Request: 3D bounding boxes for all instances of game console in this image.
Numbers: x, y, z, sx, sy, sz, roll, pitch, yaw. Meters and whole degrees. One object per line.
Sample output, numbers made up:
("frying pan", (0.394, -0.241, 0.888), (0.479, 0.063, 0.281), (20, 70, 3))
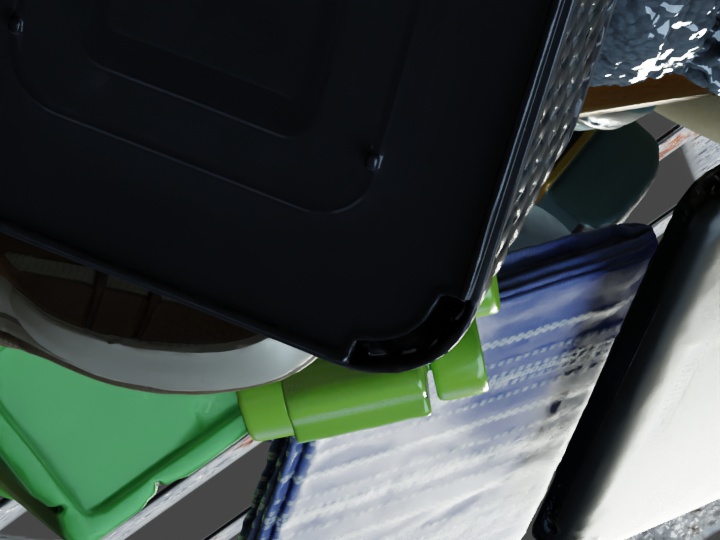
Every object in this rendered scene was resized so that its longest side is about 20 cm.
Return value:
("game console", (0.129, -0.016, 0.963), (0.175, 0.117, 0.201), (-18, 145, -30))

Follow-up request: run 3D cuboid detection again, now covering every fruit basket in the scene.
("fruit basket", (-0.077, -0.018, 0.937), (0.215, 0.156, 0.216), (-23, -146, 17))

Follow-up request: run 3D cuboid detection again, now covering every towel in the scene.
("towel", (0.018, 0.067, 0.926), (0.144, 0.024, 0.201), (-15, 143, -34))

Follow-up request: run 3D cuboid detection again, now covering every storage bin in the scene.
("storage bin", (-0.008, -0.097, 0.536), (0.094, 0.134, 0.201), (-57, 165, -56))

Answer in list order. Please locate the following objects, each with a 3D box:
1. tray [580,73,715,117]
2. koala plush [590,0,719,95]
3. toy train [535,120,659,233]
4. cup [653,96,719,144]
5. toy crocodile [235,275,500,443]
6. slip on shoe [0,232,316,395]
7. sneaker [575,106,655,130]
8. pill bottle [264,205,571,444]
("tray", (0.111, -0.082, 0.819), (0.199, 0.037, 0.099), (-10, 170, 1))
("koala plush", (0.031, -0.100, 0.698), (0.199, 0.178, 0.184), (-19, 144, 20))
("toy train", (0.047, -0.031, 1.152), (0.085, 0.114, 0.200), (-47, 177, -33))
("cup", (0.209, -0.114, 1.104), (0.200, 0.143, 0.200), (-47, 178, -3))
("toy crocodile", (0.000, 0.000, 0.744), (0.067, 0.062, 0.200), (-11, -165, 8))
("slip on shoe", (-0.070, -0.005, 0.677), (0.061, 0.199, 0.076), (47, 63, -43))
("sneaker", (0.037, -0.069, 0.980), (0.130, 0.080, 0.200), (-34, -168, 13))
("pill bottle", (-0.003, 0.019, 1.063), (0.115, 0.116, 0.200), (-28, -159, -27))
